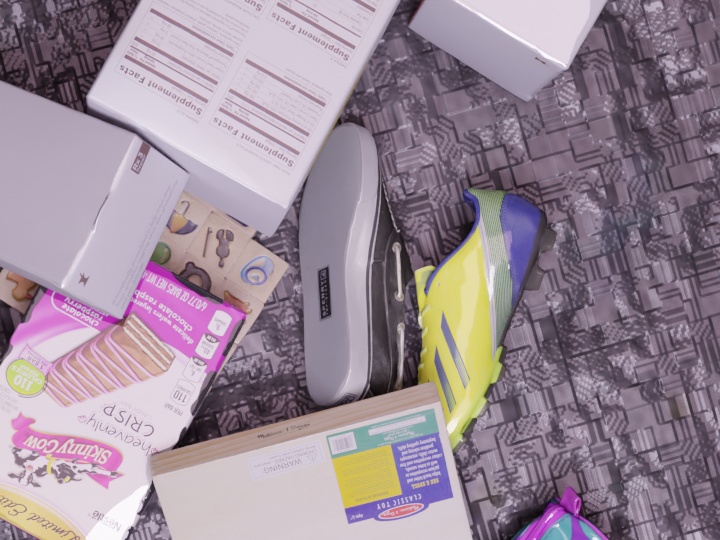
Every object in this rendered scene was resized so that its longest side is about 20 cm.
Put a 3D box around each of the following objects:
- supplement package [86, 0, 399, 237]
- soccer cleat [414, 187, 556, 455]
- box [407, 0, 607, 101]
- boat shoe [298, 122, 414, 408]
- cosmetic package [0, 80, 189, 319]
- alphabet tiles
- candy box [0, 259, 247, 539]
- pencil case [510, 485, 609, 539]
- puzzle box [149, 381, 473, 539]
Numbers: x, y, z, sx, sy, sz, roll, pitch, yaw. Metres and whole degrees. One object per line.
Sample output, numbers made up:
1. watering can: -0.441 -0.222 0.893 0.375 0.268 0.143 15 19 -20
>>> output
1. supplement package: -0.072 -0.153 1.587 0.150 0.152 0.201 29 81 -3
2. soccer cleat: 0.066 0.039 1.630 0.083 0.065 0.201 22 85 -2
3. box: 0.132 -0.235 1.614 0.106 0.152 0.201 31 83 -3
4. boat shoe: 0.000 0.000 1.633 0.063 0.070 0.202 11 74 -36
5. cosmetic package: -0.226 -0.058 1.561 0.199 0.081 0.113 25 84 28
6. alphabet tiles: -0.153 0.006 1.644 0.166 0.006 0.201 33 83 -2
7. candy box: -0.181 0.086 1.601 0.136 0.061 0.201 28 84 -2
8. pencil case: 0.086 0.240 1.606 0.199 0.085 0.093 -37 118 -7
9. puzzle box: -0.030 0.157 1.588 0.198 0.025 0.134 -14 124 -1
